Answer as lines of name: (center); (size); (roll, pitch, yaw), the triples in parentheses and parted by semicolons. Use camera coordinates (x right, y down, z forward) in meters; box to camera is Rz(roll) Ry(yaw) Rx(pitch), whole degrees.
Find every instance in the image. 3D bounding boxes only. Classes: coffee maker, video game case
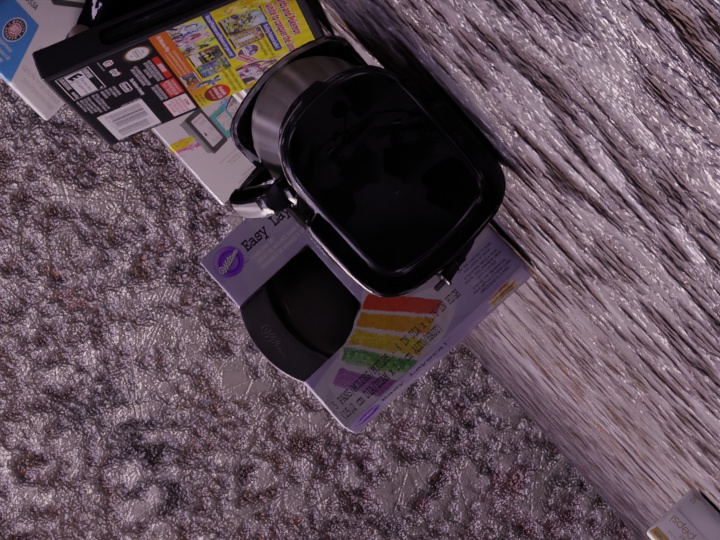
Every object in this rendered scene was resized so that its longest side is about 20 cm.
coffee maker: (0.021, -0.060, 1.402); (0.192, 0.135, 0.200); (23, -174, -14)
video game case: (-0.119, -0.152, 1.510); (0.200, 0.180, 0.026); (55, -168, -79)

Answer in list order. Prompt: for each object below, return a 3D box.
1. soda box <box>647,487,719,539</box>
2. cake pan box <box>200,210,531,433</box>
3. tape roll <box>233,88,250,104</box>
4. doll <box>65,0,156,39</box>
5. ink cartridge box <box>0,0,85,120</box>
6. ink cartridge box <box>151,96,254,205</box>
soda box: (0.338, 0.280, 2.062); (0.068, 0.064, 0.200); (46, 177, 33)
cake pan box: (0.000, 0.000, 1.699); (0.184, 0.200, 0.052); (49, -178, 16)
tape roll: (-0.102, -0.198, 1.860); (0.202, 0.071, 0.202); (47, 179, 1)
doll: (-0.159, -0.200, 1.496); (0.048, 0.136, 0.200); (35, 134, 8)
ink cartridge box: (-0.206, -0.228, 1.561); (0.084, 0.200, 0.145); (44, 177, 28)
ink cartridge box: (-0.236, -0.226, 3.401); (0.200, 0.146, 0.147); (48, 178, -8)
